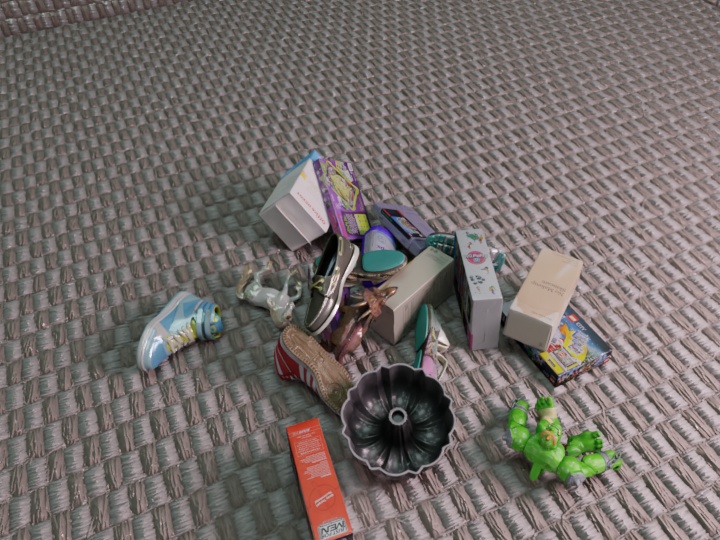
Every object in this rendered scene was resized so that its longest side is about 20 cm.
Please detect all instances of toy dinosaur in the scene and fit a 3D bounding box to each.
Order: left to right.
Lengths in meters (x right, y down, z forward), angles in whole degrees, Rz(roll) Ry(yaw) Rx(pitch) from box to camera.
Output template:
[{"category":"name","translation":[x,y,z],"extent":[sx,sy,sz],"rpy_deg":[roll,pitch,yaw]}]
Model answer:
[{"category":"toy dinosaur","translation":[-0.014,0.109,1.159],"extent":[0.084,0.135,0.204],"rpy_deg":[24,81,-18]}]

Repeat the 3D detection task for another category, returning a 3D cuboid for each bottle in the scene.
[{"category":"bottle","translation":[0.039,-0.009,1.355],"extent":[0.083,0.065,0.202],"rpy_deg":[35,37,-25]}]

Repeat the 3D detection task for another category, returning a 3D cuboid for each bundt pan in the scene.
[{"category":"bundt pan","translation":[0.064,0.269,1.059],"extent":[0.197,0.077,0.205],"rpy_deg":[-1,52,1]}]

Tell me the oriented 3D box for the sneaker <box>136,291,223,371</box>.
[{"category":"sneaker","translation":[-0.353,0.127,1.232],"extent":[0.128,0.081,0.202],"rpy_deg":[11,46,15]}]

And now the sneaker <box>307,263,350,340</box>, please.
[{"category":"sneaker","translation":[-0.060,0.060,1.296],"extent":[0.086,0.082,0.202],"rpy_deg":[-3,42,-12]}]

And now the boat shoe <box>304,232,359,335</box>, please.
[{"category":"boat shoe","translation":[-0.066,0.023,1.164],"extent":[0.071,0.060,0.205],"rpy_deg":[-8,52,47]}]

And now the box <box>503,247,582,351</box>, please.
[{"category":"box","translation":[0.367,0.055,1.222],"extent":[0.093,0.079,0.201],"rpy_deg":[21,48,21]}]

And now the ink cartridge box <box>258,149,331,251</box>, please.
[{"category":"ink cartridge box","translation":[-0.138,-0.158,1.449],"extent":[0.124,0.129,0.202],"rpy_deg":[-25,28,39]}]

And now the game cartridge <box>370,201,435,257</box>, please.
[{"category":"game cartridge","translation":[0.122,-0.097,1.438],"extent":[0.128,0.039,0.200],"rpy_deg":[7,31,-43]}]

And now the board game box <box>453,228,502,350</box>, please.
[{"category":"board game box","translation":[0.236,0.037,1.253],"extent":[0.063,0.150,0.202],"rpy_deg":[-5,43,1]}]

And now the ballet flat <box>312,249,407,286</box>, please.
[{"category":"ballet flat","translation":[0.000,0.000,1.259],"extent":[0.195,0.076,0.069],"rpy_deg":[-4,46,5]}]

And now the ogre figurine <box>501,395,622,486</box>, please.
[{"category":"ogre figurine","translation":[0.327,0.293,1.029],"extent":[0.200,0.099,0.119],"rpy_deg":[44,40,20]}]

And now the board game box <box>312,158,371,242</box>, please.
[{"category":"board game box","translation":[-0.038,-0.164,1.444],"extent":[0.119,0.032,0.204],"rpy_deg":[0,70,-54]}]

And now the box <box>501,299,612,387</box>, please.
[{"category":"box","translation":[0.386,0.127,1.232],"extent":[0.134,0.038,0.201],"rpy_deg":[-19,46,-17]}]

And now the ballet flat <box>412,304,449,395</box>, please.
[{"category":"ballet flat","translation":[0.138,0.160,1.196],"extent":[0.070,0.070,0.203],"rpy_deg":[19,50,-8]}]

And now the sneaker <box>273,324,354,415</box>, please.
[{"category":"sneaker","translation":[-0.090,0.202,1.164],"extent":[0.071,0.113,0.201],"rpy_deg":[-36,83,-34]}]

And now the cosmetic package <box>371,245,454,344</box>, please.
[{"category":"cosmetic package","translation":[0.109,0.049,1.278],"extent":[0.070,0.107,0.199],"rpy_deg":[31,51,32]}]

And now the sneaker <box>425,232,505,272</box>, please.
[{"category":"sneaker","translation":[0.227,-0.050,1.380],"extent":[0.196,0.079,0.092],"rpy_deg":[15,27,-22]}]

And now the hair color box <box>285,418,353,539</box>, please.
[{"category":"hair color box","translation":[-0.066,0.353,0.971],"extent":[0.060,0.103,0.202],"rpy_deg":[-13,44,-13]}]

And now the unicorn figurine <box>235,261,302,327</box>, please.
[{"category":"unicorn figurine","translation":[-0.185,0.054,1.316],"extent":[0.196,0.075,0.139],"rpy_deg":[6,52,29]}]
